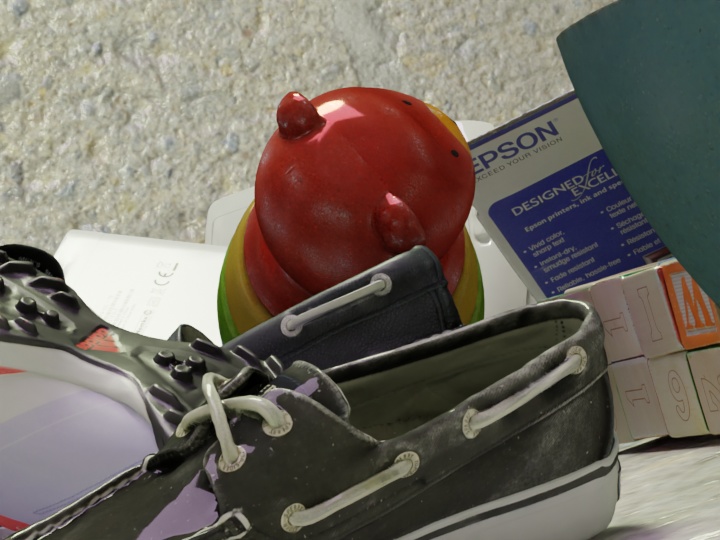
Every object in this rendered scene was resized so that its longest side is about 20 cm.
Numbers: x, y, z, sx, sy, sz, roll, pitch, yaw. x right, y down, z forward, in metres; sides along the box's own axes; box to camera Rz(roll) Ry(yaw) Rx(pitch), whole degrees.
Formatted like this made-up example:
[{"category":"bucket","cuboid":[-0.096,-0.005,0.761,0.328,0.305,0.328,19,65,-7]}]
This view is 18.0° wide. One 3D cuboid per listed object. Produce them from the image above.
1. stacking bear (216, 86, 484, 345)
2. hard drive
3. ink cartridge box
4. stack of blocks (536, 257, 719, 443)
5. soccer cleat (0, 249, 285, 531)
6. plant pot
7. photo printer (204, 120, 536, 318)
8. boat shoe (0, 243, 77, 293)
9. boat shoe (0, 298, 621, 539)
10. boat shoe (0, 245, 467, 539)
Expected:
[{"category":"stacking bear","cuboid":[0.000,0.000,0.868,0.113,0.122,0.200,-31,-21,-14]},{"category":"hard drive","cuboid":[-0.066,0.035,1.101,0.199,0.027,0.132,6,37,12]},{"category":"ink cartridge box","cuboid":[0.158,-0.049,1.049,0.197,0.047,0.200,-26,-45,12]},{"category":"stack of blocks","cuboid":[0.135,0.020,0.832,0.115,0.059,0.200,-16,-1,-19]},{"category":"soccer cleat","cuboid":[-0.073,0.055,0.683,0.199,0.074,0.068,23,26,15]},{"category":"plant pot","cuboid":[0.170,-0.033,0.646,0.199,0.136,0.200,-17,-1,0]},{"category":"photo printer","cuboid":[0.008,0.013,1.248,0.199,0.167,0.069,-18,-30,30]},{"category":"boat shoe","cuboid":[-0.142,0.023,0.899,0.066,0.074,0.199,-61,0,11]},{"category":"boat shoe","cuboid":[-0.022,0.053,0.582,0.199,0.064,0.071,-17,26,-28]},{"category":"boat shoe","cuboid":[-0.050,0.047,0.793,0.199,0.061,0.076,-19,-3,18]}]
